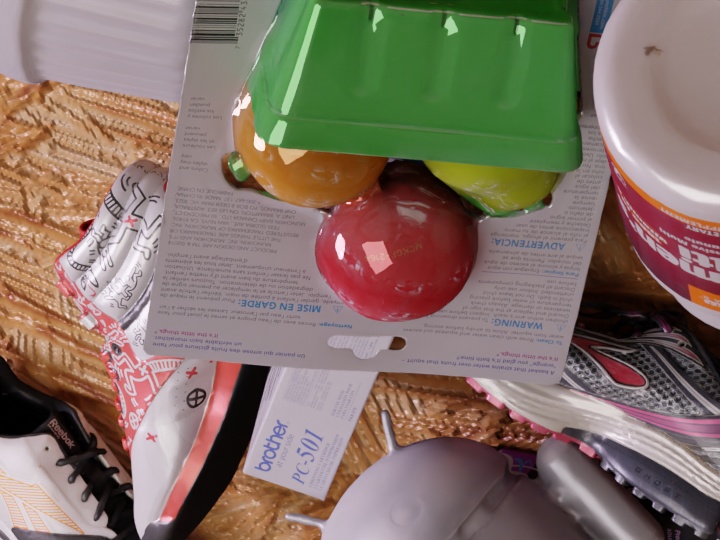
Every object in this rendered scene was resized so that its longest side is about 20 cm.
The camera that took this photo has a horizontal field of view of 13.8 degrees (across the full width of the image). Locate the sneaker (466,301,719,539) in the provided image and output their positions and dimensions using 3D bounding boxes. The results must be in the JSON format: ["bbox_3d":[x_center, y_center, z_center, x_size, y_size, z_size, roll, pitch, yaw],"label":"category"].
[{"bbox_3d":[0.113,0.044,1.337,0.199,0.081,0.075,31,101,11],"label":"sneaker"}]

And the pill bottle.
[{"bbox_3d":[0.153,-0.044,1.167,0.109,0.110,0.200,25,169,16],"label":"pill bottle"}]

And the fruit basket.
[{"bbox_3d":[0.012,-0.042,1.218,0.184,0.094,0.201,4,131,-10],"label":"fruit basket"}]

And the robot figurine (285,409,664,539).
[{"bbox_3d":[0.060,0.156,1.358,0.200,0.113,0.170,43,93,1],"label":"robot figurine"}]

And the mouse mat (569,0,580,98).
[{"bbox_3d":[0.090,-0.136,1.208,0.199,0.008,0.161,18,134,-19],"label":"mouse mat"}]

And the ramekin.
[{"bbox_3d":[-0.078,-0.162,1.245,0.094,0.203,0.203,20,128,5],"label":"ramekin"}]

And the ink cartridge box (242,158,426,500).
[{"bbox_3d":[0.000,0.000,1.353,0.044,0.094,0.201,19,128,-5],"label":"ink cartridge box"}]

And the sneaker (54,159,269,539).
[{"bbox_3d":[-0.102,0.039,1.466,0.108,0.067,0.202,30,126,14],"label":"sneaker"}]

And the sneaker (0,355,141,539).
[{"bbox_3d":[-0.148,0.122,1.540,0.200,0.074,0.080,34,128,9],"label":"sneaker"}]

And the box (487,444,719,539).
[{"bbox_3d":[0.146,0.165,1.409,0.199,0.036,0.144,8,122,27],"label":"box"}]
